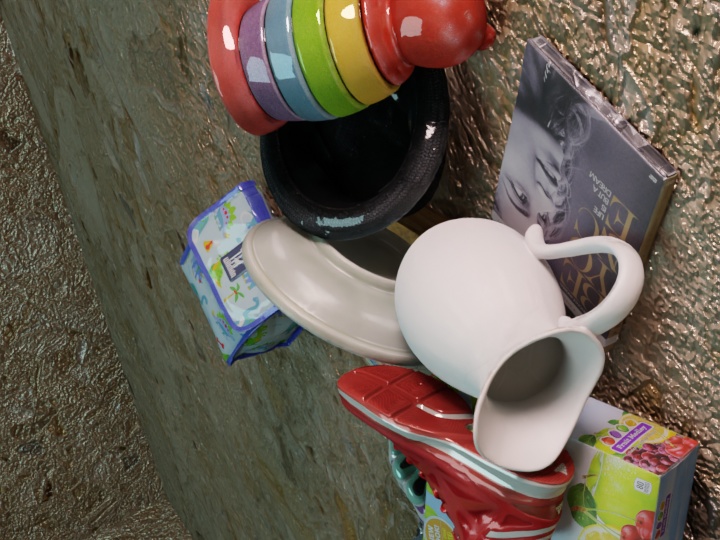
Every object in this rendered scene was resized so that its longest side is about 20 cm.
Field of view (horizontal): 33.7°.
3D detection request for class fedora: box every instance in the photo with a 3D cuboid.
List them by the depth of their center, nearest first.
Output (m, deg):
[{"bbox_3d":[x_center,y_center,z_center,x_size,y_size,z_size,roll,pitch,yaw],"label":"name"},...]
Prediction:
[{"bbox_3d":[0.010,-0.112,0.992,0.092,0.201,0.201,27,-160,-54],"label":"fedora"}]

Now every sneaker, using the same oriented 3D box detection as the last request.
[{"bbox_3d":[0.058,0.156,0.894,0.200,0.078,0.116,26,120,35],"label":"sneaker"},{"bbox_3d":[0.080,0.262,1.317,0.200,0.078,0.140,61,159,14],"label":"sneaker"}]

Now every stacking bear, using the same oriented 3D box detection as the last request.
[{"bbox_3d":[-0.002,-0.175,0.886,0.114,0.200,0.121,-79,-32,-42],"label":"stacking bear"}]

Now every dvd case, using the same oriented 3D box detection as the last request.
[{"bbox_3d":[0.152,-0.050,0.858,0.149,0.016,0.200,53,157,30],"label":"dvd case"}]

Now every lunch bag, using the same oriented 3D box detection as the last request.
[{"bbox_3d":[-0.140,0.003,1.526,0.170,0.127,0.200,62,147,16],"label":"lunch bag"}]

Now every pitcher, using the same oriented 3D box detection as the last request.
[{"bbox_3d":[0.113,0.022,0.863,0.121,0.172,0.200,32,-166,-28],"label":"pitcher"}]

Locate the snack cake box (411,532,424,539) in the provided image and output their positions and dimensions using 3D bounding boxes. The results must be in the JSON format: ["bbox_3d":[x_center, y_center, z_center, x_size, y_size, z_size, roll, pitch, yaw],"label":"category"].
[{"bbox_3d":[0.101,0.295,1.118,0.067,0.200,0.115,40,148,49],"label":"snack cake box"}]

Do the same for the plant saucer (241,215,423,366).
[{"bbox_3d":[0.000,0.000,1.001,0.200,0.200,0.050,49,122,38],"label":"plant saucer"}]

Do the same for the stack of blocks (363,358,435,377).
[{"bbox_3d":[0.037,0.069,1.145,0.115,0.059,0.200,51,172,-20],"label":"stack of blocks"}]

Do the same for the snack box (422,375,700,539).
[{"bbox_3d":[0.147,0.177,0.921,0.200,0.068,0.169,21,121,37],"label":"snack box"}]

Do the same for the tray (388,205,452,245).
[{"bbox_3d":[0.036,-0.029,1.151,0.200,0.037,0.099,34,144,54],"label":"tray"}]
